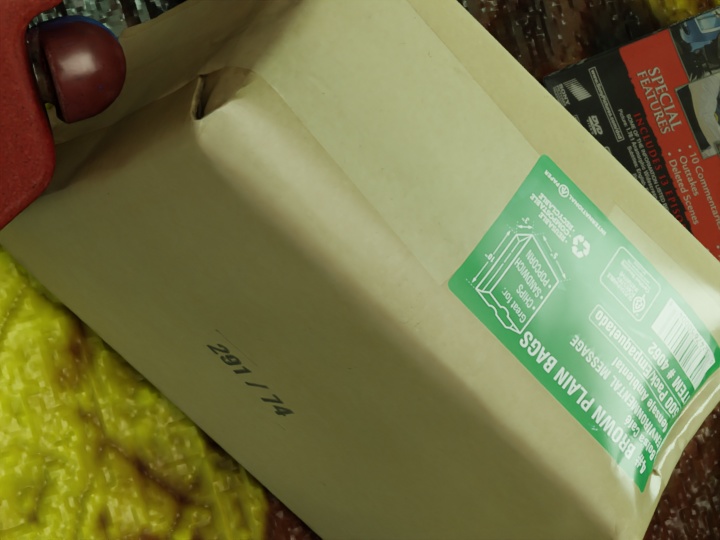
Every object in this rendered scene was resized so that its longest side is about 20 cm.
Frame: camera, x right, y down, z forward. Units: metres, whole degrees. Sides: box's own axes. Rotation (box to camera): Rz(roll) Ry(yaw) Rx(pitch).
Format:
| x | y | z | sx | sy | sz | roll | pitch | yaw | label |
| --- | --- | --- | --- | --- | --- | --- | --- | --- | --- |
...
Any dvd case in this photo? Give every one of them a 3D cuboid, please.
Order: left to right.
| x | y | z | sx | sy | sz | roll | pitch | yaw | label |
| --- | --- | --- | --- | --- | --- | --- | --- | --- | --- |
| 0.176 | -0.039 | 0.900 | 0.022 | 0.200 | 0.146 | -26 | 94 | -51 | dvd case |

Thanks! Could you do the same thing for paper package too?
| x | y | z | sx | sy | sz | roll | pitch | yaw | label |
| --- | --- | --- | --- | --- | --- | --- | --- | --- | --- |
| 0.000 | 0.000 | 0.799 | 0.200 | 0.191 | 0.104 | 44 | 65 | -16 | paper package |

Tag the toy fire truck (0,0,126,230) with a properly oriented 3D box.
| x | y | z | sx | sy | sz | roll | pitch | yaw | label |
| --- | --- | --- | --- | --- | --- | --- | --- | --- | --- |
| -0.162 | -0.078 | 0.723 | 0.168 | 0.112 | 0.200 | -16 | 112 | -4 | toy fire truck |
